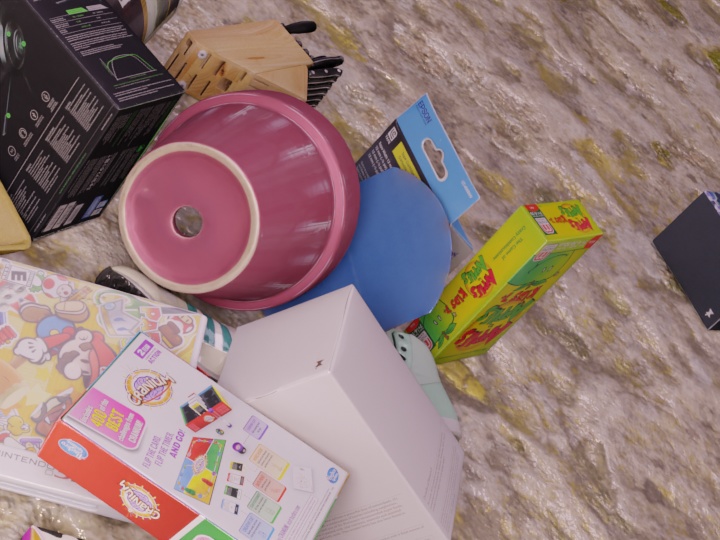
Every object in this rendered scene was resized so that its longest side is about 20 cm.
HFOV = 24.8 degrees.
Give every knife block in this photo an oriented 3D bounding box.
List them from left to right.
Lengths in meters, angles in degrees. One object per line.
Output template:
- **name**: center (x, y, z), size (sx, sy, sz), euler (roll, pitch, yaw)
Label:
- **knife block**: center (-0.114, -0.237, 1.801), size (0.200, 0.064, 0.176), euler (25, 36, -23)

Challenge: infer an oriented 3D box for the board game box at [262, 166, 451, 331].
- **board game box**: center (0.000, 0.000, 1.559), size (0.039, 0.200, 0.158), euler (40, 29, -58)

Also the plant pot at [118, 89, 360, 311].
- **plant pot**: center (-0.117, -0.056, 1.432), size (0.200, 0.200, 0.179), euler (45, 17, 5)

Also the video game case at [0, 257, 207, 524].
- **video game case**: center (-0.225, 0.091, 1.282), size (0.182, 0.023, 0.200), euler (16, 48, -8)

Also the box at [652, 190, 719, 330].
- **box**: center (0.503, -0.009, 2.120), size (0.200, 0.107, 0.149), euler (2, 50, -43)

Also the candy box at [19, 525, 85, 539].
- **candy box**: center (-0.160, 0.276, 1.176), size (0.200, 0.061, 0.137), euler (21, 39, -27)

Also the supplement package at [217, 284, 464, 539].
- **supplement package**: center (-0.015, 0.135, 1.360), size (0.200, 0.121, 0.120), euler (57, 27, -27)

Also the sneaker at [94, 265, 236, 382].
- **sneaker**: center (-0.147, 0.067, 1.427), size (0.200, 0.070, 0.093), euler (43, 26, -1)

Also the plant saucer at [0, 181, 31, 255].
- **plant saucer**: center (-0.398, -0.076, 1.348), size (0.200, 0.048, 0.200), euler (-6, 55, -47)

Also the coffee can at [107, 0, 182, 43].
- **coffee can**: center (-0.271, -0.260, 1.595), size (0.146, 0.146, 0.200), euler (37, 33, -7)

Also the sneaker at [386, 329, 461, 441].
- **sneaker**: center (0.004, 0.103, 1.521), size (0.200, 0.074, 0.118), euler (17, 46, -47)

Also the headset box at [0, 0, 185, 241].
- **headset box**: center (-0.283, -0.162, 1.448), size (0.200, 0.174, 0.093), euler (48, 35, 12)

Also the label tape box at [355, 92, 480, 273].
- **label tape box**: center (0.045, -0.055, 1.629), size (0.066, 0.200, 0.143), euler (13, 42, -45)

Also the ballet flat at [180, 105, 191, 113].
- **ballet flat**: center (-0.122, -0.087, 1.623), size (0.062, 0.067, 0.200), euler (14, 42, -49)

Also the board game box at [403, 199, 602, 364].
- **board game box**: center (0.142, 0.013, 1.649), size (0.102, 0.200, 0.048), euler (-9, 57, -49)

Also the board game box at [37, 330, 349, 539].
- **board game box**: center (-0.118, 0.144, 1.212), size (0.200, 0.040, 0.153), euler (35, 28, 1)
